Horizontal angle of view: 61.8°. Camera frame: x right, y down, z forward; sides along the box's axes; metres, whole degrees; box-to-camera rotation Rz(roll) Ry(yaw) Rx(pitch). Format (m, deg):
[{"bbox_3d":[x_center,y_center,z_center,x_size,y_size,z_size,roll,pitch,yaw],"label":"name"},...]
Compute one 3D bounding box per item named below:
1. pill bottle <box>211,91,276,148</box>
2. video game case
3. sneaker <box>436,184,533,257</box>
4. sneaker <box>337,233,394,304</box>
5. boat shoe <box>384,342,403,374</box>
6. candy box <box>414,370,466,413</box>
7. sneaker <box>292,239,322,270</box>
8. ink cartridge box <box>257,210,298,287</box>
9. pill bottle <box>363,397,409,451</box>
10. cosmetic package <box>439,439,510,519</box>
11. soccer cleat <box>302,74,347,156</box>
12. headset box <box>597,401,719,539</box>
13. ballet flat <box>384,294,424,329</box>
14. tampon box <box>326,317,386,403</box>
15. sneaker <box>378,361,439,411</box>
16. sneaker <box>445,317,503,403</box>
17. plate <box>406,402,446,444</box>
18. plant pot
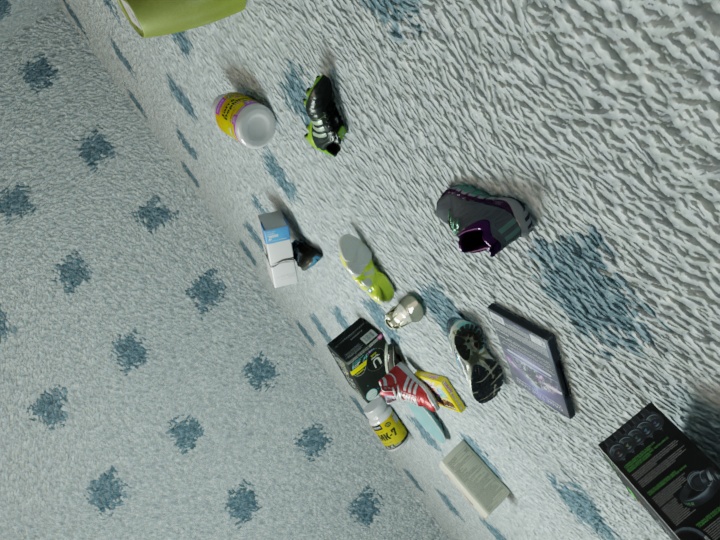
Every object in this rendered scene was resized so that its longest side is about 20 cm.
[{"bbox_3d":[-0.292,-0.373,1.466,0.199,0.104,0.105,36,158,46],"label":"pill bottle"},{"bbox_3d":[0.300,0.159,1.054,0.142,0.019,0.202,33,156,53],"label":"video game case"},{"bbox_3d":[0.151,-0.069,0.863,0.075,0.087,0.199,58,164,-22],"label":"sneaker"},{"bbox_3d":[0.000,0.000,1.478,0.202,0.075,0.105,56,165,-13],"label":"sneaker"},{"bbox_3d":[0.108,0.294,1.838,0.073,0.059,0.204,-81,-13,-45],"label":"boat shoe"},{"bbox_3d":[0.215,0.333,1.664,0.103,0.026,0.200,59,164,-6],"label":"candy box"},{"bbox_3d":[-0.182,-0.052,1.900,0.083,0.073,0.199,58,163,-15],"label":"sneaker"},{"bbox_3d":[-0.265,-0.069,1.927,0.145,0.083,0.204,-127,26,-60],"label":"ink cartridge box"},{"bbox_3d":[0.105,0.630,2.469,0.202,0.114,0.114,56,164,-12],"label":"pill bottle"},{"bbox_3d":[0.338,0.624,1.797,0.200,0.103,0.088,47,163,24],"label":"cosmetic package"},{"bbox_3d":[-0.060,-0.278,1.092,0.080,0.068,0.200,32,162,6],"label":"soccer cleat"},{"bbox_3d":[0.406,0.286,0.747,0.174,0.092,0.201,47,-174,-40],"label":"headset box"},{"bbox_3d":[0.101,0.110,1.441,0.068,0.063,0.200,51,164,4],"label":"ballet flat"},{"bbox_3d":[0.013,0.287,1.923,0.126,0.149,0.202,33,156,51],"label":"tampon box"},{"bbox_3d":[0.130,0.353,1.699,0.200,0.111,0.072,40,157,47],"label":"sneaker"},{"bbox_3d":[0.230,0.178,1.232,0.203,0.077,0.086,67,172,-22],"label":"sneaker"},{"bbox_3d":[0.220,0.485,1.985,0.201,0.025,0.201,49,165,18],"label":"plate"},{"bbox_3d":[-0.344,-0.524,1.110,0.187,0.199,0.188,47,163,19],"label":"plant pot"}]
